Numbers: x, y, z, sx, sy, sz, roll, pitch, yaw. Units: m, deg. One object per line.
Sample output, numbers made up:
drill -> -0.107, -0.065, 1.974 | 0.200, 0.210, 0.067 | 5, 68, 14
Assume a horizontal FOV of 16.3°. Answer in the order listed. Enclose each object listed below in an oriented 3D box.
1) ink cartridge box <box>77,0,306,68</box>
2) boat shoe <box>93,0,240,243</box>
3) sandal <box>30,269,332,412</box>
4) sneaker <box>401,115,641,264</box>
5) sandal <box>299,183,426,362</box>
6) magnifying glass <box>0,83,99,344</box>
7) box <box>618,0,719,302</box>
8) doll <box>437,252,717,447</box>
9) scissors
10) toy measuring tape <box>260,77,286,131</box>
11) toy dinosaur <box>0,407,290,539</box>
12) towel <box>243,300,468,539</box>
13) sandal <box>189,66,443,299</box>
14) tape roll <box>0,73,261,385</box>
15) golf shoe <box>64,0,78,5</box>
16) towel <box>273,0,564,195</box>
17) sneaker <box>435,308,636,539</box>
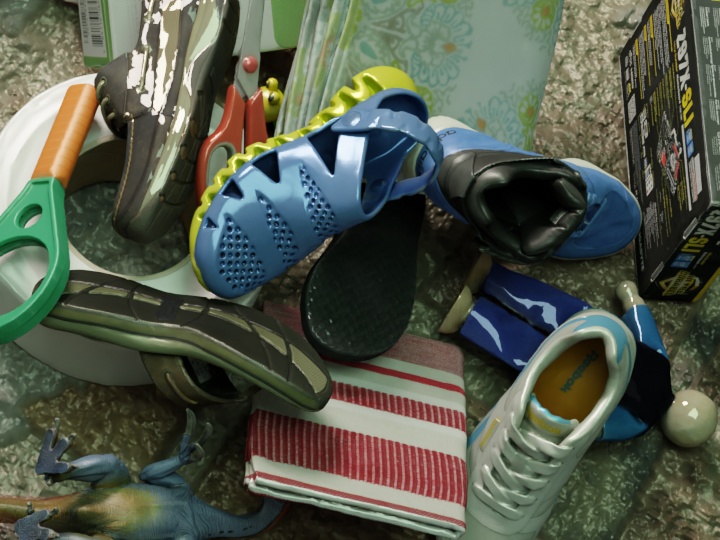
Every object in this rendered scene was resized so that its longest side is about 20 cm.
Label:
ink cartridge box -> -0.095, -0.201, 1.738 | 0.199, 0.059, 0.104 | -10, 101, -26
boat shoe -> -0.134, -0.109, 1.640 | 0.073, 0.075, 0.201 | 11, 62, 8
sandal -> -0.112, 0.051, 1.578 | 0.200, 0.058, 0.080 | 16, 20, 10
sneaker -> 0.129, -0.038, 1.691 | 0.199, 0.111, 0.077 | 23, 102, -35
sandal -> 0.001, 0.000, 1.696 | 0.075, 0.048, 0.201 | 33, 39, -11
magnifying glass -> -0.204, -0.037, 1.596 | 0.079, 0.022, 0.201 | -5, 52, 29
box -> 0.229, -0.100, 1.746 | 0.049, 0.160, 0.201 | 4, 65, -13
doll -> 0.158, 0.057, 1.720 | 0.199, 0.049, 0.137 | 31, 51, 0
scissors -> -0.079, -0.121, 1.630 | 0.073, 0.014, 0.201 | -9, 101, -30
toy measuring tape -> 0.022, -0.124, 1.754 | 0.199, 0.074, 0.074 | -3, 67, -14
toy dinosaur -> -0.134, 0.141, 1.599 | 0.181, 0.199, 0.106 | 15, 78, -50
towel -> -0.001, 0.096, 1.625 | 0.143, 0.023, 0.200 | 13, 32, -7
sandal -> -0.023, -0.053, 1.610 | 0.200, 0.080, 0.087 | -42, 40, -14
tape roll -> -0.157, -0.028, 1.671 | 0.201, 0.071, 0.204 | 5, 66, -12
golf shoe -> -0.208, -0.241, 1.741 | 0.199, 0.092, 0.076 | 20, 63, -8
towel -> 0.043, -0.139, 1.710 | 0.199, 0.048, 0.172 | 10, 98, -33
sneaker -> 0.108, 0.113, 1.635 | 0.076, 0.081, 0.201 | 30, 95, 7
